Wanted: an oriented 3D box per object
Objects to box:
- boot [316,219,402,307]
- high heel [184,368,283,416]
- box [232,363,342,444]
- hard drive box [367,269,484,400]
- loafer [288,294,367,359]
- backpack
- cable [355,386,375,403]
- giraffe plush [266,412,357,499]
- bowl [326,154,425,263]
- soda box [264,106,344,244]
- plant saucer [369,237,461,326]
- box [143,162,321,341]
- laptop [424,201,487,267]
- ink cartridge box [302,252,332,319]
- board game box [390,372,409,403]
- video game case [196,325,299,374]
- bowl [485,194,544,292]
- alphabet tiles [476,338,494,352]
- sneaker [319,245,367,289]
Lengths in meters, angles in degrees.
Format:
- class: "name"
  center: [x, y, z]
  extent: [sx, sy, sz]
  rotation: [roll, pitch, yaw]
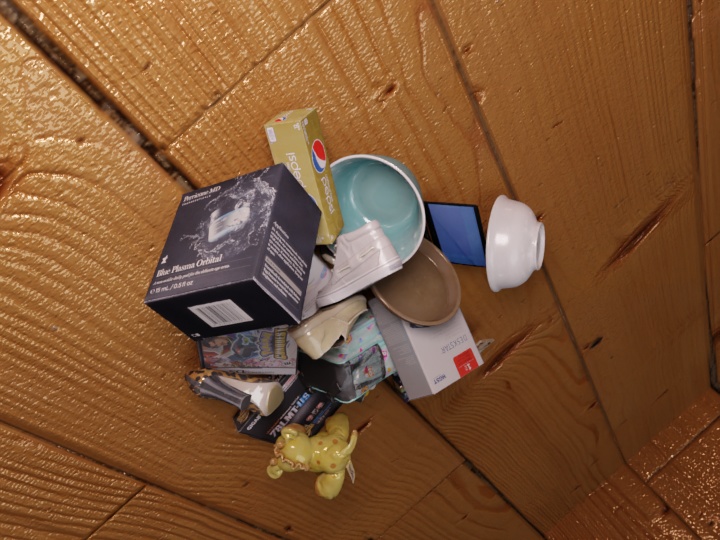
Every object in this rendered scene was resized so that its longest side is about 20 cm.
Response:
- class: "boot"
  center: [-0.019, -0.012, 0.983]
  extent: [0.199, 0.097, 0.073]
  rotation: [-29, 176, 41]
- class: "high heel"
  center: [-0.232, 0.219, 1.119]
  extent: [0.073, 0.141, 0.200]
  rotation: [-70, 159, -4]
- class: "box"
  center: [-0.139, 0.285, 1.270]
  extent: [0.201, 0.050, 0.198]
  rotation: [-49, 136, 7]
- class: "hard drive box"
  center: [0.125, 0.117, 1.123]
  extent: [0.155, 0.203, 0.076]
  rotation: [-21, 175, -40]
- class: "loafer"
  center: [-0.048, 0.095, 1.006]
  extent: [0.075, 0.069, 0.199]
  rotation: [-21, -178, 35]
- class: "backpack"
  center: [-0.012, 0.154, 1.166]
  extent: [0.198, 0.174, 0.156]
  rotation: [-12, 99, -40]
- class: "cable"
  center: [0.022, 0.237, 1.271]
  extent: [0.050, 0.200, 0.098]
  rotation: [32, 86, -1]
- class: "giraffe plush"
  center: [-0.108, 0.379, 1.228]
  extent: [0.159, 0.200, 0.176]
  rotation: [14, 84, -14]
- class: "bowl"
  center: [0.027, -0.113, 1.002]
  extent: [0.105, 0.198, 0.204]
  rotation: [-53, 157, -54]
- class: "soda box"
  center: [-0.084, -0.143, 0.923]
  extent: [0.063, 0.068, 0.203]
  rotation: [-1, 120, 21]
- class: "plant saucer"
  center: [0.093, 0.016, 1.072]
  extent: [0.197, 0.202, 0.030]
  rotation: [-3, 149, -31]
- class: "box"
  center: [-0.177, -0.023, 0.852]
  extent: [0.194, 0.203, 0.118]
  rotation: [-11, 141, 26]
- class: "laptop"
  center: [0.139, -0.036, 1.172]
  extent: [0.198, 0.103, 0.178]
  rotation: [-33, 134, -8]
- class: "ink cartridge box"
  center: [-0.129, 0.023, 1.051]
  extent: [0.144, 0.085, 0.200]
  rotation: [-42, 137, 0]
- class: "board game box"
  center: [0.163, 0.213, 1.373]
  extent: [0.199, 0.057, 0.166]
  rotation: [-35, 154, -6]
- class: "video game case"
  center: [-0.197, 0.127, 1.045]
  extent: [0.177, 0.026, 0.201]
  rotation: [2, 141, -8]
- class: "bowl"
  center: [0.327, -0.053, 1.220]
  extent: [0.200, 0.089, 0.205]
  rotation: [-17, 109, -61]
- class: "alphabet tiles"
  center: [0.238, 0.233, 1.437]
  extent: [0.200, 0.008, 0.166]
  rotation: [-46, 156, 20]
- class: "sneaker"
  center: [0.000, 0.000, 1.131]
  extent: [0.197, 0.071, 0.094]
  rotation: [12, 135, -30]
